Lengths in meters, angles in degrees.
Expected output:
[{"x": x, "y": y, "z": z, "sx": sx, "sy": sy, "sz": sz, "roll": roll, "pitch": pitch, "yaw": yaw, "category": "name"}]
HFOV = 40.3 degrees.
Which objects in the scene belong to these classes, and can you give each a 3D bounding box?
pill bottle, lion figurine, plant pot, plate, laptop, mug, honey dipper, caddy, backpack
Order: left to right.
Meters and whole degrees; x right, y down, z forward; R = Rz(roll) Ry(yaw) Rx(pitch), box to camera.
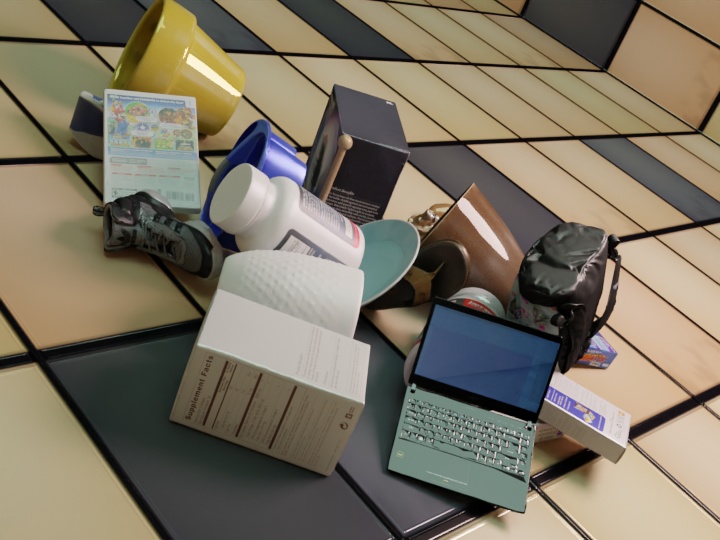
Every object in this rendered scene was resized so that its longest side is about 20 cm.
[{"x": -0.306, "y": -0.333, "z": 1.688, "sx": 0.187, "sy": 0.202, "sz": 0.202, "roll": 28, "pitch": 24, "yaw": -26, "category": "plant pot"}, {"x": -0.167, "y": -0.119, "z": 1.422, "sx": 0.104, "sy": 0.202, "sz": 0.142, "roll": 24, "pitch": 15, "yaw": -27, "category": "caddy"}, {"x": -0.100, "y": 0.049, "z": 1.263, "sx": 0.172, "sy": 0.150, "sz": 0.200, "roll": 15, "pitch": -1, "yaw": -6, "category": "mug"}, {"x": -0.100, "y": -0.056, "z": 1.328, "sx": 0.199, "sy": 0.120, "sz": 0.120, "roll": 34, "pitch": 19, "yaw": -34, "category": "pill bottle"}, {"x": -0.056, "y": -0.116, "z": 1.488, "sx": 0.037, "sy": 0.202, "sz": 0.038, "roll": 17, "pitch": 27, "yaw": -9, "category": "honey dipper"}, {"x": 0.000, "y": 0.000, "z": 1.404, "sx": 0.026, "sy": 0.198, "sz": 0.201, "roll": 58, "pitch": 13, "yaw": -30, "category": "plate"}, {"x": 0.144, "y": -0.082, "z": 1.739, "sx": 0.120, "sy": 0.074, "sz": 0.200, "roll": 11, "pitch": 14, "yaw": 4, "category": "lion figurine"}, {"x": 0.137, "y": 0.105, "z": 1.353, "sx": 0.115, "sy": 0.117, "sz": 0.200, "roll": 27, "pitch": 28, "yaw": 6, "category": "pill bottle"}, {"x": 0.143, "y": 0.162, "z": 1.197, "sx": 0.174, "sy": 0.104, "sz": 0.202, "roll": 17, "pitch": 49, "yaw": 1, "category": "laptop"}, {"x": 0.184, "y": 0.002, "z": 1.526, "sx": 0.200, "sy": 0.187, "sz": 0.187, "roll": 43, "pitch": 29, "yaw": 0, "category": "plant pot"}, {"x": 0.276, "y": 0.044, "z": 1.376, "sx": 0.126, "sy": 0.202, "sz": 0.167, "roll": 31, "pitch": 58, "yaw": 30, "category": "backpack"}]

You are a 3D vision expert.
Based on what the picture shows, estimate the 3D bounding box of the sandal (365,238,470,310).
[{"x": 0.070, "y": 0.016, "z": 1.398, "sx": 0.055, "sy": 0.198, "sz": 0.083, "roll": -39, "pitch": 109, "yaw": -55, "category": "sandal"}]

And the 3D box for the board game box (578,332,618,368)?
[{"x": 0.317, "y": 0.074, "z": 1.609, "sx": 0.134, "sy": 0.035, "sz": 0.201, "roll": 14, "pitch": 29, "yaw": -36, "category": "board game box"}]

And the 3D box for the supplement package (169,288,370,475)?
[{"x": -0.101, "y": 0.128, "z": 1.130, "sx": 0.197, "sy": 0.118, "sz": 0.118, "roll": 21, "pitch": 30, "yaw": -7, "category": "supplement package"}]

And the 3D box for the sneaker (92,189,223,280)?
[{"x": -0.280, "y": -0.041, "z": 1.329, "sx": 0.199, "sy": 0.076, "sz": 0.113, "roll": 35, "pitch": 31, "yaw": 31, "category": "sneaker"}]

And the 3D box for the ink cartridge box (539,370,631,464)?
[{"x": 0.273, "y": 0.178, "z": 1.336, "sx": 0.198, "sy": 0.037, "sz": 0.095, "roll": 33, "pitch": 27, "yaw": 7, "category": "ink cartridge box"}]

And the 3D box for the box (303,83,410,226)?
[{"x": -0.017, "y": -0.166, "z": 1.604, "sx": 0.121, "sy": 0.201, "sz": 0.201, "roll": 15, "pitch": 29, "yaw": -15, "category": "box"}]

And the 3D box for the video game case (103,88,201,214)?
[{"x": -0.314, "y": -0.180, "z": 1.474, "sx": 0.141, "sy": 0.018, "sz": 0.203, "roll": 2, "pitch": 63, "yaw": -19, "category": "video game case"}]

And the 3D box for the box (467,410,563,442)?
[{"x": 0.203, "y": 0.210, "z": 1.310, "sx": 0.198, "sy": 0.039, "sz": 0.042, "roll": -3, "pitch": 39, "yaw": -40, "category": "box"}]

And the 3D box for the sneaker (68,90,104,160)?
[{"x": -0.355, "y": -0.210, "z": 1.559, "sx": 0.198, "sy": 0.081, "sz": 0.115, "roll": 31, "pitch": 24, "yaw": -2, "category": "sneaker"}]
